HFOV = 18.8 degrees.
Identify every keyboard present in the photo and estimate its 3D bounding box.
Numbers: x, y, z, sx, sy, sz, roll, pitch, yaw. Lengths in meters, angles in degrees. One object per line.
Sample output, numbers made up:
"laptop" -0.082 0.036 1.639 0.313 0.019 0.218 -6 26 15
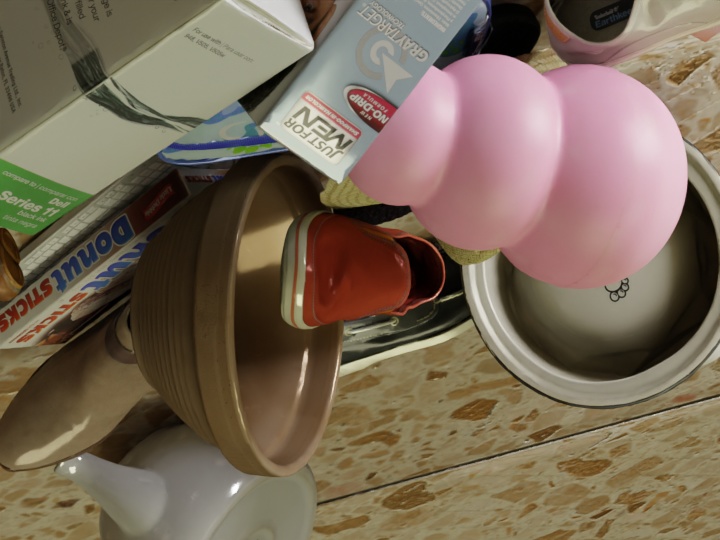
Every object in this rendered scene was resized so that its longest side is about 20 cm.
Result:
"keyboard" -0.180 -0.024 1.442 0.200 0.011 0.056 -36 149 31

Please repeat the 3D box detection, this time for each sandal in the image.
"sandal" 0.045 -0.104 1.411 0.075 0.045 0.200 2 136 -43

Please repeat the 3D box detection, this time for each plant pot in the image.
"plant pot" -0.084 0.028 1.375 0.092 0.203 0.201 0 159 19

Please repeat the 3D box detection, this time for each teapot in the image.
"teapot" -0.138 0.195 1.745 0.197 0.145 0.201 -35 141 -38

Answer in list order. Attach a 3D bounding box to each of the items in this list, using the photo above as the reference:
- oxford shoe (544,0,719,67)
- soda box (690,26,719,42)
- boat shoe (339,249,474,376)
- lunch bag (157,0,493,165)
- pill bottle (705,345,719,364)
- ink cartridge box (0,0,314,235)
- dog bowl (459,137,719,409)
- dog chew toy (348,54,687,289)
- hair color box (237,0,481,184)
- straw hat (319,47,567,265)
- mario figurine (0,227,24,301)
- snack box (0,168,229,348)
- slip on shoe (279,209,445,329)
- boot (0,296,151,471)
"oxford shoe" 0.185 -0.171 1.193 0.199 0.076 0.058 -26 155 21
"soda box" 0.167 -0.200 1.276 0.068 0.064 0.199 -35 150 30
"boat shoe" 0.029 0.017 1.594 0.199 0.072 0.068 -21 129 -6
"lunch bag" -0.029 -0.132 1.260 0.198 0.083 0.161 -7 154 -19
"pill bottle" 0.220 0.010 1.651 0.111 0.112 0.200 -28 153 18
"ink cartridge box" -0.136 -0.133 1.113 0.199 0.148 0.083 -30 151 24
"dog bowl" 0.172 -0.006 1.513 0.199 0.201 0.074 -26 171 15
"dog chew toy" 0.078 -0.062 1.196 0.198 0.125 0.125 12 143 -21
"hair color box" 0.014 -0.154 1.125 0.060 0.099 0.201 33 98 -30
"straw hat" 0.077 -0.050 1.328 0.200 0.086 0.201 -24 168 -6
"mario figurine" -0.309 0.032 1.349 0.199 0.124 0.106 -31 170 13
"snack box" -0.162 -0.007 1.455 0.200 0.024 0.072 -36 162 30
"slip on shoe" 0.000 0.000 1.387 0.061 0.075 0.200 3 -179 23
"boot" -0.164 0.057 1.490 0.200 0.070 0.146 -41 179 -21
